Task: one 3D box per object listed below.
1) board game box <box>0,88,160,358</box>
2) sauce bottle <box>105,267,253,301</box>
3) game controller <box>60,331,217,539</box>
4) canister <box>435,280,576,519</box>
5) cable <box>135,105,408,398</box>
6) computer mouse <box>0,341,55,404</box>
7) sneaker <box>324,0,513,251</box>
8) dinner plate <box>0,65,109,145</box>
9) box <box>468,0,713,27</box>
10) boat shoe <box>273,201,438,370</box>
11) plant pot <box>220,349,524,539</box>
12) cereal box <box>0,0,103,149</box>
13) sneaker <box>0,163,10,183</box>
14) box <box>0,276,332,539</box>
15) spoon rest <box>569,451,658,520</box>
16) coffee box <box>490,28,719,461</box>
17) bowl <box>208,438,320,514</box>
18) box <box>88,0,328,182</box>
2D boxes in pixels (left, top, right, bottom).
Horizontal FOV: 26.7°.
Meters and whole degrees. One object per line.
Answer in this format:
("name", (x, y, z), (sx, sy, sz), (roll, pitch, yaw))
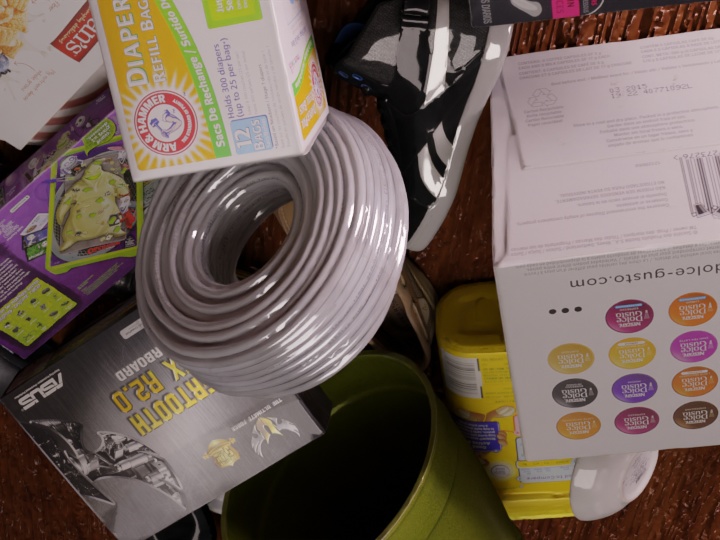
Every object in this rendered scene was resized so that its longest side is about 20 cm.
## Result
("board game box", (-0.211, -0.029, 1.082), (0.199, 0.032, 0.120), (-38, 141, 11))
("sauce bottle", (-0.118, 0.024, 1.164), (0.198, 0.066, 0.066), (19, 133, -7))
("game controller", (-0.181, 0.141, 1.234), (0.104, 0.042, 0.202), (-11, 107, 39))
("canister", (0.138, 0.104, 1.222), (0.147, 0.087, 0.201), (-4, 133, 7))
("cable", (-0.059, -0.018, 0.991), (0.199, 0.202, 0.069), (15, 165, 43))
("computer mouse", (-0.348, 0.076, 1.239), (0.199, 0.046, 0.140), (36, 125, -29))
("sneaker", (0.023, -0.111, 1.033), (0.111, 0.073, 0.201), (14, 126, -7))
("dinner plate", (-0.224, -0.167, 1.012), (0.197, 0.024, 0.202), (1, 135, 1))
("box", (0.154, -0.229, 0.880), (0.197, 0.107, 0.123), (-6, 135, 7))
("boat shoe", (0.000, 0.000, 1.139), (0.071, 0.065, 0.200), (-25, 129, 25))
("plant pot", (0.028, 0.200, 1.168), (0.199, 0.202, 0.193), (-26, 129, 25))
("cereal box", (-0.256, -0.178, 0.959), (0.199, 0.040, 0.144), (33, 126, -27))
("sneaker", (-0.321, -0.067, 1.095), (0.089, 0.079, 0.201), (8, 148, 34))
("box", (-0.145, 0.098, 1.140), (0.199, 0.048, 0.159), (-31, 106, 19))
("spoon rest", (0.218, 0.109, 1.178), (0.060, 0.200, 0.100), (27, 153, 35))
("coffee box", (0.193, -0.016, 1.021), (0.197, 0.201, 0.199), (-6, 135, 8))
("bowl", (-0.097, 0.141, 1.264), (0.198, 0.091, 0.202), (2, 135, 1))
("box", (-0.096, -0.166, 0.900), (0.111, 0.101, 0.202), (-9, 108, 11))
